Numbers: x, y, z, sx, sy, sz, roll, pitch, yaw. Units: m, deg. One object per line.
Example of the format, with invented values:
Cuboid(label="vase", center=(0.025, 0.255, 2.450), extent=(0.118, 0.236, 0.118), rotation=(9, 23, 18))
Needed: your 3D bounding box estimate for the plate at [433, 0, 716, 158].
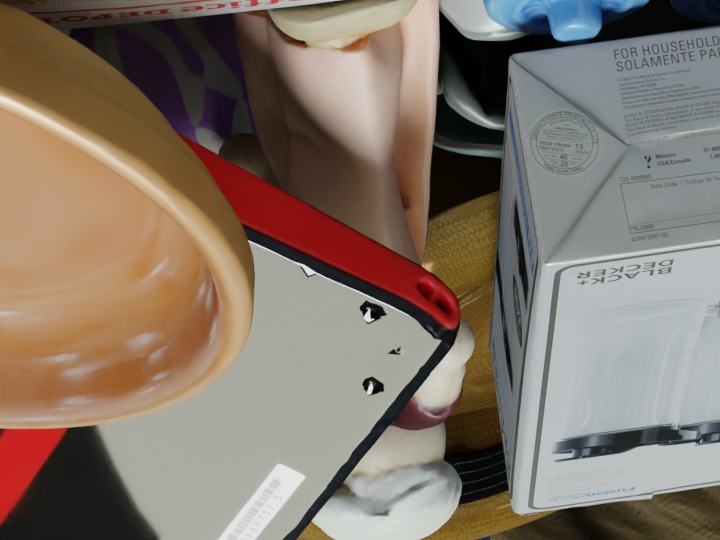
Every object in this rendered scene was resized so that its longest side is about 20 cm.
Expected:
Cuboid(label="plate", center=(0.115, -0.068, 0.928), extent=(0.199, 0.026, 0.200), rotation=(-18, -163, 6))

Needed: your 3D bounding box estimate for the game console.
Cuboid(label="game console", center=(-0.092, 0.032, 0.834), extent=(0.176, 0.031, 0.200), rotation=(25, 130, -15))

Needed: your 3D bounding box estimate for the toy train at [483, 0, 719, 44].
Cuboid(label="toy train", center=(0.110, -0.112, 0.765), extent=(0.199, 0.087, 0.114), rotation=(-1, 162, -19))

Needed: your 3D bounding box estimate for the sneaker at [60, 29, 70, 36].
Cuboid(label="sneaker", center=(-0.158, -0.063, 0.811), extent=(0.075, 0.089, 0.199), rotation=(10, 180, 36))

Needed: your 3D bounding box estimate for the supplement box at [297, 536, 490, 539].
Cuboid(label="supplement box", center=(-0.033, 0.014, 1.105), extent=(0.109, 0.202, 0.108), rotation=(3, 170, -43))

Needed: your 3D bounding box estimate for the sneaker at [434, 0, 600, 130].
Cuboid(label="sneaker", center=(0.034, -0.081, 0.903), extent=(0.074, 0.089, 0.200), rotation=(-7, 173, 3))

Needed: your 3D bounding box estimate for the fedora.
Cuboid(label="fedora", center=(0.037, 0.011, 1.001), extent=(0.199, 0.082, 0.201), rotation=(-14, 142, -12))

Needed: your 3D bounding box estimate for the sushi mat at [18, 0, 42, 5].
Cuboid(label="sushi mat", center=(-0.172, -0.097, 0.651), extent=(0.199, 0.012, 0.096), rotation=(15, 172, 19))

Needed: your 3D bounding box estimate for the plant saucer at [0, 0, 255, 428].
Cuboid(label="plant saucer", center=(-0.120, -0.020, 0.709), extent=(0.199, 0.038, 0.200), rotation=(9, 154, 4))

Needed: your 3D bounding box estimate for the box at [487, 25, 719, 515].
Cuboid(label="box", center=(0.096, 0.003, 0.847), extent=(0.116, 0.061, 0.200), rotation=(-9, 157, -2))

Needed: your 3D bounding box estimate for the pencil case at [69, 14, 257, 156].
Cuboid(label="pencil case", center=(-0.095, -0.029, 0.913), extent=(0.199, 0.086, 0.084), rotation=(-33, -146, -18))

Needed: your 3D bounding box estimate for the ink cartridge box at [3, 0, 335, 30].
Cuboid(label="ink cartridge box", center=(-0.051, -0.107, 0.738), extent=(0.116, 0.068, 0.200), rotation=(-5, 172, 1))

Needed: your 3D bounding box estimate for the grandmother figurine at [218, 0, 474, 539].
Cuboid(label="grandmother figurine", center=(0.000, 0.000, 0.864), extent=(0.060, 0.201, 0.121), rotation=(-16, -143, -14))
